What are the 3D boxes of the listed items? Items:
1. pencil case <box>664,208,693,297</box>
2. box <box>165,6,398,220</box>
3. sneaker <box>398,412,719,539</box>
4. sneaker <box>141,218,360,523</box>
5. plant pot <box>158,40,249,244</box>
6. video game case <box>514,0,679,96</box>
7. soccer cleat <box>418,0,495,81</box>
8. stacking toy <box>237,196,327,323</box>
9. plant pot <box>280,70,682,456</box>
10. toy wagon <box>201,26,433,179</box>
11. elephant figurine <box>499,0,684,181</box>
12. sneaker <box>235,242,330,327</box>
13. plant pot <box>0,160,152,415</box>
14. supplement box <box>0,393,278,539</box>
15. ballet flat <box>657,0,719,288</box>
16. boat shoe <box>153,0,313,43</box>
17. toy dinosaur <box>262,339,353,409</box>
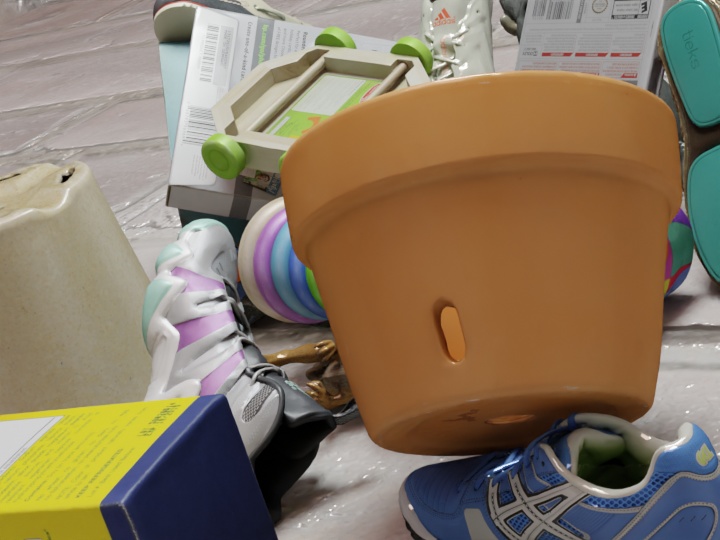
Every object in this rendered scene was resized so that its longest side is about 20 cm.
[{"bbox_3d":[0.122,0.018,0.971,0.088,0.089,0.200,0,26,43],"label":"pencil case"},{"bbox_3d":[-0.038,-0.109,1.232,0.199,0.157,0.041,8,-24,-7],"label":"box"},{"bbox_3d":[0.097,0.102,0.772,0.199,0.077,0.076,-3,26,42],"label":"sneaker"},{"bbox_3d":[-0.059,0.063,0.950,0.139,0.078,0.201,-1,67,22],"label":"sneaker"},{"bbox_3d":[-0.052,-0.103,1.321,0.199,0.142,0.141,-7,-21,-3],"label":"plant pot"},{"bbox_3d":[0.148,-0.100,1.129,0.018,0.201,0.143,12,0,-34],"label":"video game case"},{"bbox_3d":[0.069,-0.155,1.195,0.069,0.078,0.201,-3,53,7],"label":"soccer cleat"},{"bbox_3d":[0.000,0.000,1.012,0.085,0.086,0.200,-27,17,-24],"label":"stacking toy"},{"bbox_3d":[0.065,0.008,0.795,0.199,0.141,0.200,-5,-17,-2],"label":"plant pot"},{"bbox_3d":[-0.010,-0.108,1.132,0.199,0.040,0.155,13,45,34],"label":"toy wagon"},{"bbox_3d":[0.169,-0.164,1.239,0.154,0.201,0.142,-11,19,17],"label":"elephant figurine"},{"bbox_3d":[-0.048,-0.003,1.204,0.199,0.076,0.078,-4,21,33],"label":"sneaker"},{"bbox_3d":[-0.211,0.036,1.077,0.199,0.184,0.201,-17,19,6],"label":"plant pot"},{"bbox_3d":[-0.159,0.143,0.848,0.199,0.110,0.109,-7,22,28],"label":"supplement box"},{"bbox_3d":[0.239,-0.079,1.038,0.070,0.201,0.065,-16,-19,34],"label":"ballet flat"},{"bbox_3d":[-0.097,-0.196,1.341,0.071,0.063,0.200,-18,-23,34],"label":"boat shoe"},{"bbox_3d":[-0.018,0.066,1.040,0.106,0.061,0.200,-11,5,-12],"label":"toy dinosaur"}]
